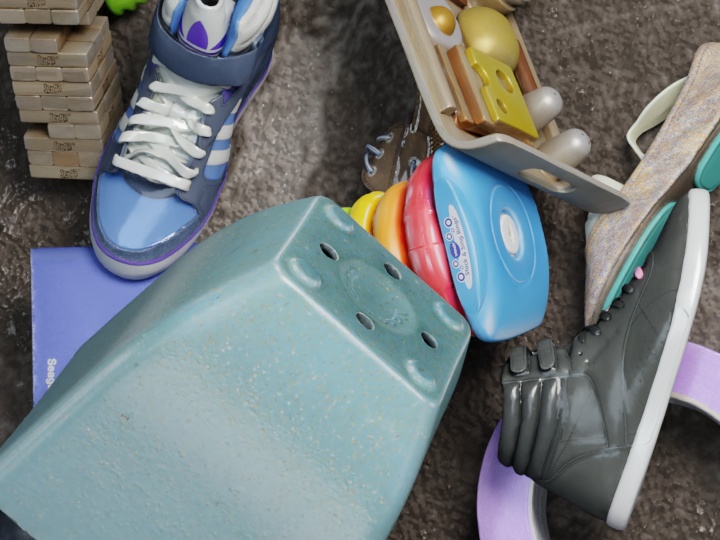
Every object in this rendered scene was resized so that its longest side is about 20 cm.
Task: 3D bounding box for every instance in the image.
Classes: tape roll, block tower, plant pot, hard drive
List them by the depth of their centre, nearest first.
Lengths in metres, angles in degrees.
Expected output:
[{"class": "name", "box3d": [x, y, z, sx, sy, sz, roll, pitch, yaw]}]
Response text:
[{"class": "plant pot", "box3d": [-0.050, 0.078, 1.362, 0.196, 0.196, 0.200, 42, 115, -5]}, {"class": "tape roll", "box3d": [0.172, 0.141, 1.476, 0.199, 0.066, 0.201, -1, 84, 11]}, {"class": "hard drive", "box3d": [-0.101, 0.048, 1.522, 0.199, 0.025, 0.132, -2, 71, -5]}, {"class": "block tower", "box3d": [-0.189, -0.155, 1.534, 0.058, 0.054, 0.201, 2, 124, 11]}]

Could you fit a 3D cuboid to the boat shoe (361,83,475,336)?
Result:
[{"class": "boat shoe", "box3d": [0.038, -0.058, 1.522, 0.072, 0.072, 0.201, -4, 83, 12]}]

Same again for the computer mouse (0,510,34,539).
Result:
[{"class": "computer mouse", "box3d": [-0.146, 0.150, 1.553, 0.199, 0.034, 0.059, -18, 80, 8]}]

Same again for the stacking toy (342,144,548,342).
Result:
[{"class": "stacking toy", "box3d": [0.000, 0.000, 1.462, 0.199, 0.110, 0.116, -14, 89, 26]}]

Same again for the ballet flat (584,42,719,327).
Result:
[{"class": "ballet flat", "box3d": [0.180, -0.053, 1.505, 0.067, 0.068, 0.200, 33, 85, 32]}]

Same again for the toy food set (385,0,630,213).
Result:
[{"class": "toy food set", "box3d": [0.085, -0.135, 1.460, 0.060, 0.143, 0.200, -34, 59, 25]}]

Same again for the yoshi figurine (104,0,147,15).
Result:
[{"class": "yoshi figurine", "box3d": [-0.155, -0.232, 1.583, 0.199, 0.113, 0.112, -15, 38, 23]}]

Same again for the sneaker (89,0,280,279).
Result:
[{"class": "sneaker", "box3d": [-0.110, -0.107, 1.493, 0.080, 0.147, 0.200, 23, 68, 9]}]

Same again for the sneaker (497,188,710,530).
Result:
[{"class": "sneaker", "box3d": [0.136, 0.039, 1.425, 0.099, 0.071, 0.201, 18, 91, 8]}]
